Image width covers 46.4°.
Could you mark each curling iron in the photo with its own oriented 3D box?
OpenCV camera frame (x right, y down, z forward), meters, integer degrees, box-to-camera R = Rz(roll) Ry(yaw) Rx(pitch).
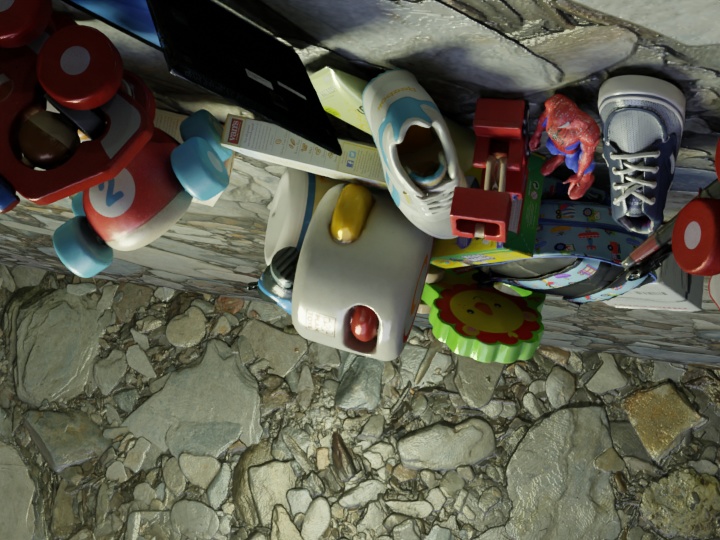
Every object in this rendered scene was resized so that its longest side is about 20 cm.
[{"bbox_3d":[0.319,-0.061,0.779,0.049,0.026,0.200,-6,143,-50],"label":"curling iron"}]

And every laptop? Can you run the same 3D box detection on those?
[{"bbox_3d":[-0.134,-0.164,0.695,0.103,0.201,0.177,-41,144,26],"label":"laptop"}]

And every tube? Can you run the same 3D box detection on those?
[{"bbox_3d":[0.028,-0.148,0.819,0.199,0.052,0.058,20,124,-32],"label":"tube"}]

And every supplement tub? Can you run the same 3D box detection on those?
[{"bbox_3d":[-0.019,-0.052,1.144,0.199,0.146,0.145,12,171,-17],"label":"supplement tub"}]

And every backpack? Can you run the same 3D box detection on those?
[{"bbox_3d":[0.249,-0.036,0.996,0.181,0.136,0.200,13,171,-17],"label":"backpack"}]

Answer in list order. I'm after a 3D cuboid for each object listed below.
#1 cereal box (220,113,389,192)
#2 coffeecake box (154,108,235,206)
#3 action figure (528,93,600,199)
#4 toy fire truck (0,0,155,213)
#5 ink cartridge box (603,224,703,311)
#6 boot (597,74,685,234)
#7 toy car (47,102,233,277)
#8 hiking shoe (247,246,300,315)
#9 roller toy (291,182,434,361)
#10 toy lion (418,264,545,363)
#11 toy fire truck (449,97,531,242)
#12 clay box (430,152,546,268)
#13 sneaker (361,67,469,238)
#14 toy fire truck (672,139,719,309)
[{"bbox_3d":[-0.040,-0.125,0.920,0.199,0.040,0.144,15,-176,3],"label":"cereal box"},{"bbox_3d":[-0.264,-0.147,1.042,0.199,0.074,0.153,11,170,-15],"label":"coffeecake box"},{"bbox_3d":[0.194,-0.116,0.795,0.065,0.052,0.200,49,-179,18],"label":"action figure"},{"bbox_3d":[-0.281,-0.139,0.706,0.200,0.168,0.112,41,175,9],"label":"toy fire truck"},{"bbox_3d":[0.396,-0.003,1.210,0.144,0.084,0.200,2,168,37],"label":"ink cartridge box"},{"bbox_3d":[0.252,-0.097,0.752,0.072,0.091,0.200,5,170,27],"label":"boot"},{"bbox_3d":[-0.263,-0.134,0.857,0.200,0.184,0.177,53,-168,-26],"label":"toy car"},{"bbox_3d":[-0.041,0.037,1.092,0.199,0.075,0.087,30,141,-20],"label":"hiking shoe"},{"bbox_3d":[0.000,0.000,0.947,0.139,0.184,0.200,15,-177,8],"label":"roller toy"},{"bbox_3d":[0.164,0.045,1.081,0.199,0.069,0.192,-14,-141,-36],"label":"toy lion"},{"bbox_3d":[0.128,-0.085,0.798,0.048,0.142,0.200,7,171,14],"label":"toy fire truck"},{"bbox_3d":[0.132,-0.067,0.991,0.047,0.116,0.200,15,169,-27],"label":"clay box"},{"bbox_3d":[0.060,-0.089,0.791,0.076,0.081,0.200,-28,136,6],"label":"sneaker"},{"bbox_3d":[0.353,-0.025,0.672,0.111,0.201,0.168,7,-145,-12],"label":"toy fire truck"}]
